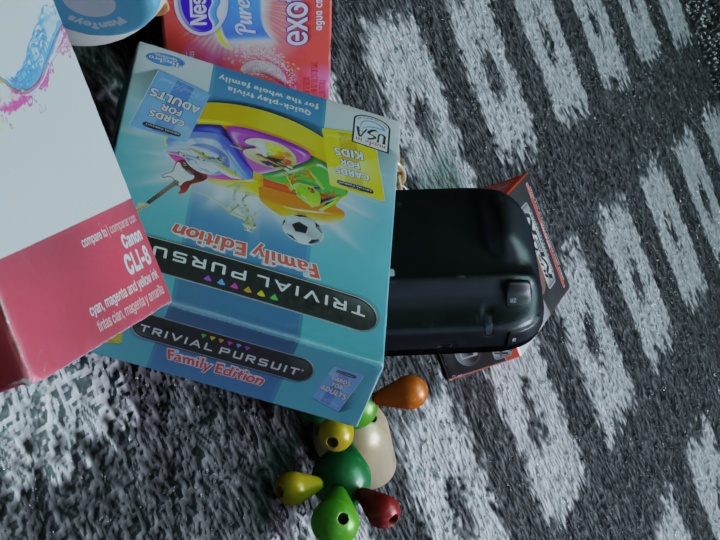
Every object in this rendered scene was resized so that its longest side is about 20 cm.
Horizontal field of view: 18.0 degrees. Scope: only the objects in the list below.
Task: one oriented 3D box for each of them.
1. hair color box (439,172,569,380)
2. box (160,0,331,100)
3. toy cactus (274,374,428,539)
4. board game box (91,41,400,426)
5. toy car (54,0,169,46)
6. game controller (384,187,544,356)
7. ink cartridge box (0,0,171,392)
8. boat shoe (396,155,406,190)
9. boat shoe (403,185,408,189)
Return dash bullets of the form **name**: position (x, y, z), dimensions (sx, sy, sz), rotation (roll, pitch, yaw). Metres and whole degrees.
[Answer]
- **hair color box**: position (0.096, 0.001, 1.680), dimensions (0.102, 0.061, 0.200), rotation (68, 20, -9)
- **box**: position (-0.064, -0.182, 1.249), dimensions (0.200, 0.094, 0.103), rotation (92, -5, -52)
- **toy cactus**: position (-0.008, 0.073, 1.303), dimensions (0.165, 0.102, 0.200), rotation (60, 9, -57)
- **board game box**: position (-0.060, -0.023, 1.161), dimensions (0.151, 0.047, 0.200), rotation (16, 39, -10)
- **toy car**: position (-0.154, -0.171, 1.090), dimensions (0.200, 0.176, 0.185), rotation (96, 1, -63)
- **game controller**: position (0.000, 0.000, 1.242), dimensions (0.042, 0.199, 0.105), rotation (97, -11, -47)
- **ink cartridge box**: position (-0.187, -0.045, 0.823), dimensions (0.201, 0.145, 0.145), rotation (69, 19, -5)
- **boat shoe**: position (-0.009, -0.058, 1.318), dimensions (0.200, 0.065, 0.071), rotation (47, 8, 25)
- **boat shoe**: position (-0.014, -0.074, 1.456), dimensions (0.200, 0.057, 0.067), rotation (51, 27, -44)
